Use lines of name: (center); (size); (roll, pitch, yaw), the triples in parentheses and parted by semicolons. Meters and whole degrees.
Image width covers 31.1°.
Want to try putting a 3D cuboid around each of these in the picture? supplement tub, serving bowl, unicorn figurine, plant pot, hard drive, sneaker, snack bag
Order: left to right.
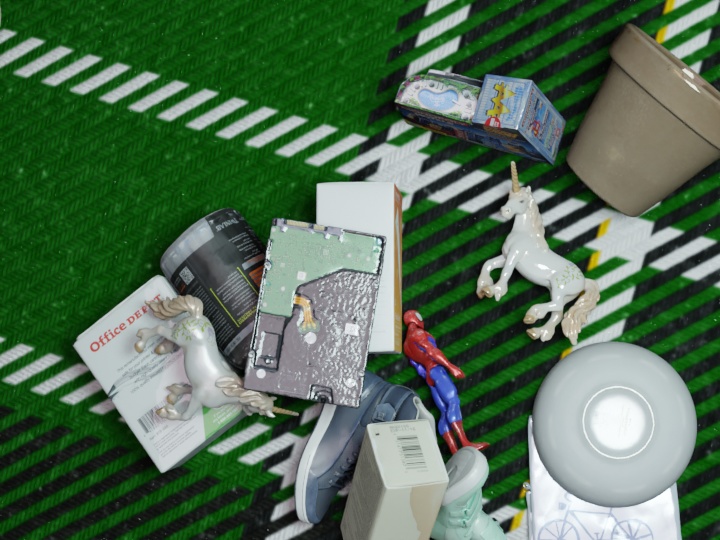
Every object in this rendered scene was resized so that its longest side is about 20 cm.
unicorn figurine: (-0.184, 0.121, 1.530); (0.136, 0.074, 0.201); (-18, 107, 26)
supplement tub: (-0.145, 0.034, 1.597); (0.122, 0.123, 0.201); (-38, 82, 2)
hard drive: (-0.052, 0.049, 1.492); (0.138, 0.038, 0.202); (9, 84, 1)
sneaker: (0.009, 0.229, 1.571); (0.145, 0.077, 0.204); (19, 87, 25)
sneaker: (0.140, 0.280, 1.522); (0.118, 0.201, 0.074); (32, 59, 2)
unicorn figurine: (0.208, -0.010, 1.584); (0.200, 0.074, 0.138); (41, 78, -5)
snack bag: (0.293, 0.270, 1.578); (0.186, 0.021, 0.202); (-3, 82, 6)
serving bowl: (0.305, 0.182, 1.545); (0.198, 0.066, 0.202); (-1, 82, 7)
plant pot: (0.338, -0.165, 1.537); (0.200, 0.200, 0.175); (43, 108, 8)

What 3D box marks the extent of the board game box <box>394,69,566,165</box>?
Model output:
board game box: (0.146, -0.193, 1.541); (0.198, 0.200, 0.062); (17, 88, 7)

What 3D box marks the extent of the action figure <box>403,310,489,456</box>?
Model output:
action figure: (0.098, 0.137, 1.585); (0.051, 0.066, 0.201); (-19, 69, -19)

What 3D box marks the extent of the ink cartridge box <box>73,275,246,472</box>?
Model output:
ink cartridge box: (-0.240, 0.127, 1.620); (0.146, 0.083, 0.201); (-36, 84, 3)

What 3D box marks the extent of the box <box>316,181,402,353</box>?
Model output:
box: (0.000, 0.000, 1.582); (0.096, 0.124, 0.202); (0, 86, 6)

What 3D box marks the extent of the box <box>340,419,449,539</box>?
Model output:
box: (0.036, 0.274, 1.508); (0.077, 0.201, 0.095); (-3, 47, -17)
